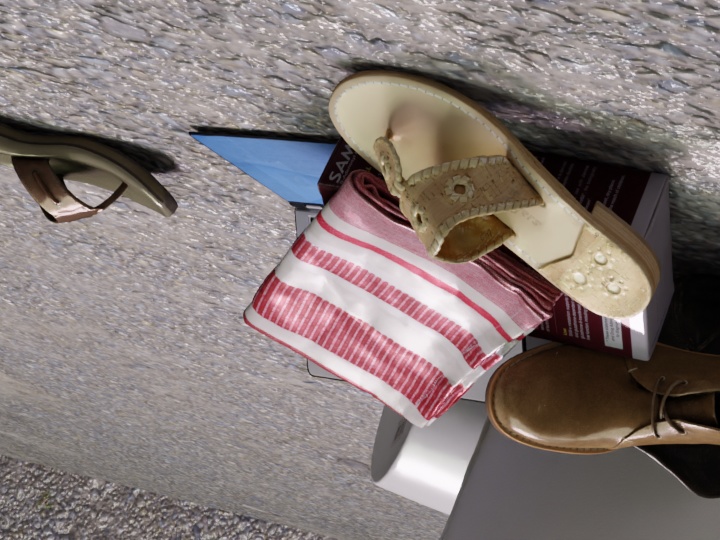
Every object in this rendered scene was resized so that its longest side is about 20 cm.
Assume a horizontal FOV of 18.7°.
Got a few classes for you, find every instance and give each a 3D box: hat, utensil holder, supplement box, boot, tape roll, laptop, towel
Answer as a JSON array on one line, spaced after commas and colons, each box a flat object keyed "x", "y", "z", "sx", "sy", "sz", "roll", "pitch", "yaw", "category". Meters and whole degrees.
[{"x": 0.213, "y": 0.047, "z": 1.406, "sx": 0.200, "sy": 0.201, "sz": 0.081, "roll": 24, "pitch": 124, "yaw": -31, "category": "hat"}, {"x": 0.128, "y": 0.122, "z": 1.691, "sx": 0.199, "sy": 0.171, "sz": 0.170, "roll": 21, "pitch": 167, "yaw": -8, "category": "utensil holder"}, {"x": 0.082, "y": -0.019, "z": 1.301, "sx": 0.199, "sy": 0.061, "sz": 0.109, "roll": 12, "pitch": 143, "yaw": 19, "category": "supplement box"}, {"x": 0.175, "y": 0.074, "z": 1.299, "sx": 0.199, "sy": 0.074, "sz": 0.075, "roll": 1, "pitch": 179, "yaw": -6, "category": "boot"}, {"x": 0.169, "y": 0.173, "z": 1.510, "sx": 0.202, "sy": 0.140, "sz": 0.203, "roll": 21, "pitch": 175, "yaw": 2, "category": "tape roll"}, {"x": 0.000, "y": 0.000, "z": 1.449, "sx": 0.187, "sy": 0.201, "sz": 0.116, "roll": 7, "pitch": -162, "yaw": 37, "category": "laptop"}, {"x": 0.019, "y": 0.023, "z": 1.326, "sx": 0.144, "sy": 0.023, "sz": 0.200, "roll": 31, "pitch": 147, "yaw": -7, "category": "towel"}]

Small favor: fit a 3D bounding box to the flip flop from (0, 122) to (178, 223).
[{"x": -0.225, "y": -0.066, "z": 1.563, "sx": 0.199, "sy": 0.058, "sz": 0.081, "roll": 15, "pitch": 167, "yaw": 7, "category": "flip flop"}]

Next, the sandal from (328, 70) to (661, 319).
[{"x": 0.065, "y": -0.030, "z": 1.196, "sx": 0.211, "sy": 0.070, "sz": 0.078, "roll": 33, "pitch": 134, "yaw": 0, "category": "sandal"}]
